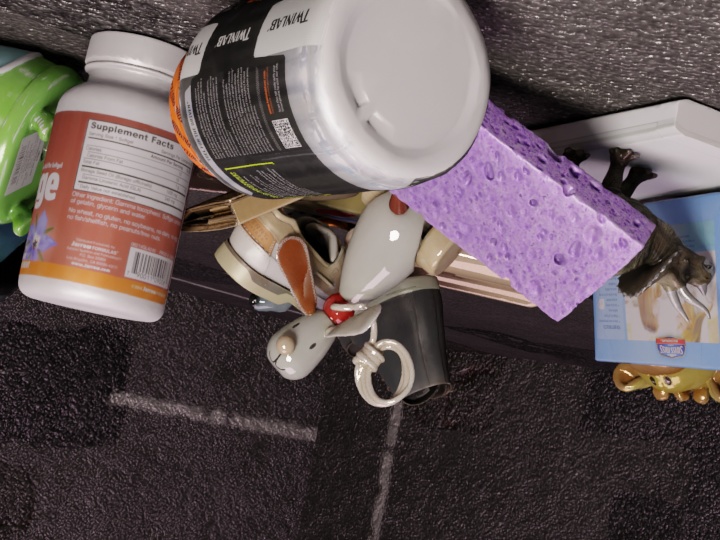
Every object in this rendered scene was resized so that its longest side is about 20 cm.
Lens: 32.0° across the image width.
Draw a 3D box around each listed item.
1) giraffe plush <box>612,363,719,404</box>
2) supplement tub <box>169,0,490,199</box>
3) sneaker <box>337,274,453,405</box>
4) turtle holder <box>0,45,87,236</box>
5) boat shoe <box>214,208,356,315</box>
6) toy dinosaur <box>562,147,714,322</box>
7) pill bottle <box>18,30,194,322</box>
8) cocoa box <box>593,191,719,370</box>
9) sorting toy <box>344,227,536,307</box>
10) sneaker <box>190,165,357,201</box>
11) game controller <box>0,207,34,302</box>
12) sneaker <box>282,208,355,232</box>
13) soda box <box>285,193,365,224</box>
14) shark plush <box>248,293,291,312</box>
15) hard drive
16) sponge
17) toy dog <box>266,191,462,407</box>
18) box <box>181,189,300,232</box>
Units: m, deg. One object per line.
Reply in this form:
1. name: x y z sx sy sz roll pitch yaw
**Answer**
1. giraffe plush: 0.300 0.042 1.221 0.197 0.165 0.172 14 172 -22
2. supplement tub: -0.028 -0.105 0.731 0.121 0.125 0.199 15 172 -33
3. sneaker: 0.028 0.082 1.195 0.074 0.108 0.200 -6 166 -17
4. turtle holder: -0.291 -0.129 1.031 0.130 0.187 0.142 25 140 2
5. boat shoe: -0.042 -0.005 1.079 0.075 0.069 0.199 46 -169 26
6. toy dinosaur: 0.156 -0.031 0.898 0.197 0.104 0.077 8 172 17
7. pill bottle: -0.183 -0.070 0.946 0.110 0.203 0.112 11 173 1
8. cocoa box: 0.287 0.009 1.004 0.129 0.136 0.200 -1 179 -19
9. sorting toy: 0.087 -0.008 1.165 0.182 0.037 0.200 13 175 9
10. sneaker: -0.093 -0.103 1.069 0.197 0.077 0.070 5 -173 -10
11. game controller: -0.309 -0.032 1.039 0.104 0.042 0.200 36 -161 -7
12. sneaker: -0.069 -0.078 1.232 0.197 0.078 0.078 12 176 11
13. soda box: 0.019 -0.074 1.167 0.197 0.065 0.068 13 173 -12
14. shark plush: -0.024 0.013 1.203 0.199 0.092 0.083 31 145 -27
15. hard drive: 0.214 -0.084 0.921 0.130 0.027 0.199 15 172 -26
16. sponge: 0.087 -0.056 0.844 0.199 0.030 0.112 38 145 -1
17. toy dog: 0.000 0.000 0.993 0.130 0.202 0.096 21 174 19
18. box: -0.034 -0.075 0.965 0.198 0.022 0.163 -24 -172 -21
